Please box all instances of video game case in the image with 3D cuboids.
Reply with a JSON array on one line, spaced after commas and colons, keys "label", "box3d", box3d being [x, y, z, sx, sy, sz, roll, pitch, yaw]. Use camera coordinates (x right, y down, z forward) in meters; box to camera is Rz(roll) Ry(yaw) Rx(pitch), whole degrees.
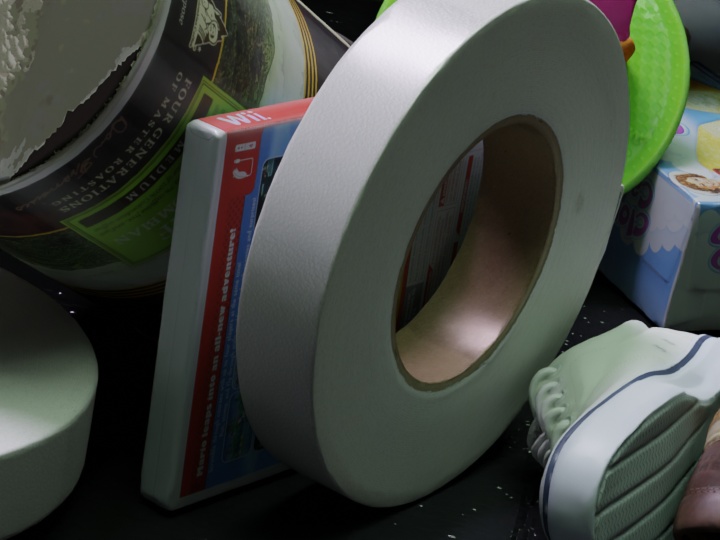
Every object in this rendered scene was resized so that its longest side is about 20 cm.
[{"label": "video game case", "box3d": [0.000, 0.000, 0.929, 0.017, 0.144, 0.200, 23, 24, 34]}]

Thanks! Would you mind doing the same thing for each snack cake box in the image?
[{"label": "snack cake box", "box3d": [0.158, -0.042, 1.211, 0.115, 0.067, 0.200, 2, 24, -25]}]

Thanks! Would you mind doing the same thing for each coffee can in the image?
[{"label": "coffee can", "box3d": [-0.087, -0.063, 0.925, 0.146, 0.147, 0.200, 26, -5, 32]}]

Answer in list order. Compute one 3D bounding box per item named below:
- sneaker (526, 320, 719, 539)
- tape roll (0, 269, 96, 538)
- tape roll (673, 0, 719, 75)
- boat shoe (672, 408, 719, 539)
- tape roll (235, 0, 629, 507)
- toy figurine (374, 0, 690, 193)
[{"label": "sneaker", "box3d": [0.094, 0.065, 0.936, 0.071, 0.073, 0.200, 10, 11, 21]}, {"label": "tape roll", "box3d": [-0.193, 0.037, 0.864, 0.202, 0.037, 0.203, 10, 22, -4]}, {"label": "tape roll", "box3d": [0.110, -0.178, 1.297, 0.202, 0.140, 0.203, -7, -16, -2]}, {"label": "boat shoe", "box3d": [0.205, 0.117, 0.876, 0.199, 0.072, 0.072, 27, 55, 9]}, {"label": "tape roll", "box3d": [0.031, -0.012, 0.899, 0.037, 0.204, 0.203, 24, 25, 28]}, {"label": "toy figurine", "box3d": [0.052, -0.101, 1.056, 0.150, 0.200, 0.184, 51, -7, 14]}]
